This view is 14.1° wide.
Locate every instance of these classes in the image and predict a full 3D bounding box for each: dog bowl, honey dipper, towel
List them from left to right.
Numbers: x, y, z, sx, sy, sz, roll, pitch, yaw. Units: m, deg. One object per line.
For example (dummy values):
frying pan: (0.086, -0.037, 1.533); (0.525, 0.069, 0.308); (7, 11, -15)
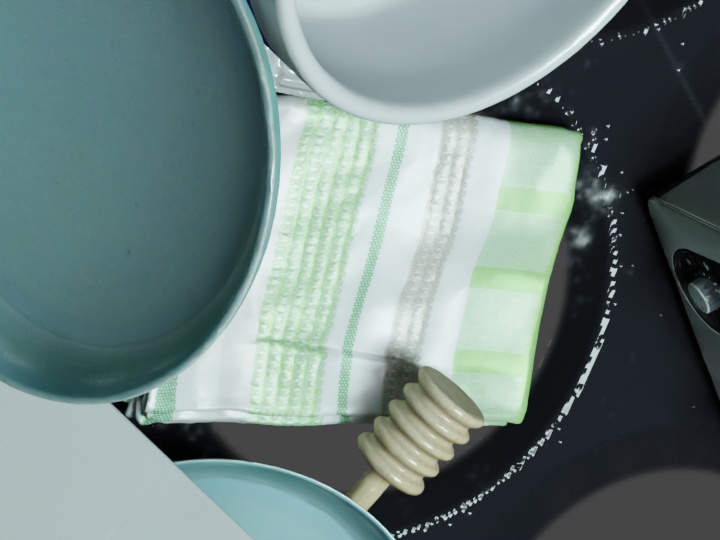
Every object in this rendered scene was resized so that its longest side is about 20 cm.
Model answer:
honey dipper: (-0.025, 0.125, 1.288); (0.038, 0.038, 0.200); (36, 103, -33)
towel: (0.000, 0.000, 1.268); (0.200, 0.031, 0.149); (3, 108, -29)
dog bowl: (0.031, -0.158, 1.081); (0.200, 0.079, 0.200); (-26, 139, -25)

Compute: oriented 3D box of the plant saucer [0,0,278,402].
plant saucer: (-0.105, -0.052, 1.069); (0.027, 0.200, 0.200); (-15, 119, -53)

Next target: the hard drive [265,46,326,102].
hard drive: (-0.052, -0.146, 1.179); (0.200, 0.038, 0.140); (9, 105, -31)

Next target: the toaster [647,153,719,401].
toaster: (0.257, 0.006, 1.353); (0.200, 0.119, 0.181); (-31, 121, -14)

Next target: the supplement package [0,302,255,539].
supplement package: (-0.148, 0.144, 1.152); (0.156, 0.111, 0.200); (43, 84, 10)

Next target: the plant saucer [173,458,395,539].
plant saucer: (-0.067, 0.167, 1.268); (0.200, 0.027, 0.200); (-2, 112, -6)
